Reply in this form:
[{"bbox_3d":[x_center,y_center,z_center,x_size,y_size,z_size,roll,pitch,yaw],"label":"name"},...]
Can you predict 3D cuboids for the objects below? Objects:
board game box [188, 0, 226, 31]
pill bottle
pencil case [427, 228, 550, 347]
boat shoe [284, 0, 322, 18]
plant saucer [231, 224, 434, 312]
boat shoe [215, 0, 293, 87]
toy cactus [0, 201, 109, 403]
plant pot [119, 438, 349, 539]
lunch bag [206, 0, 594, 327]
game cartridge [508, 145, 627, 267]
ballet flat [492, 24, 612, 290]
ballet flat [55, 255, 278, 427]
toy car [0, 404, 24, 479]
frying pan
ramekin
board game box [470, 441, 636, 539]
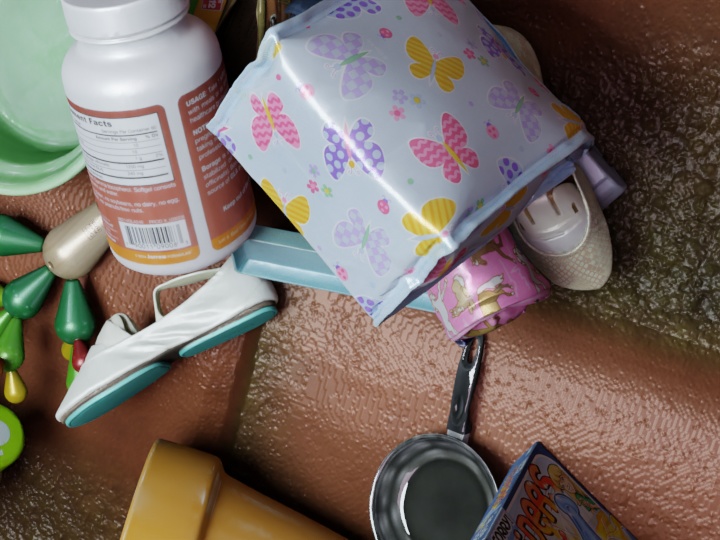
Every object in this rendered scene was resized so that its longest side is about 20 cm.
[{"bbox_3d":[-0.103,-0.258,1.052,0.030,0.096,0.201,15,112,-30],"label":"board game box"},{"bbox_3d":[-0.143,-0.108,1.011,0.111,0.113,0.202,2,125,18],"label":"pill bottle"},{"bbox_3d":[0.053,-0.052,1.003,0.201,0.082,0.086,62,149,5],"label":"pencil case"},{"bbox_3d":[-0.019,-0.170,1.035,0.084,0.068,0.202,33,101,39],"label":"boat shoe"},{"bbox_3d":[0.000,0.000,1.086,0.198,0.070,0.019,10,66,6],"label":"plant saucer"},{"bbox_3d":[-0.106,-0.133,1.094,0.071,0.068,0.202,23,110,10],"label":"boat shoe"},{"bbox_3d":[-0.266,0.006,1.179,0.165,0.102,0.201,-41,80,13],"label":"toy cactus"},{"bbox_3d":[-0.100,0.253,1.136,0.181,0.200,0.202,16,109,-2],"label":"plant pot"},{"bbox_3d":[0.036,-0.090,0.898,0.170,0.200,0.127,48,140,4],"label":"lunch bag"},{"bbox_3d":[0.081,-0.093,1.061,0.200,0.041,0.133,48,117,2],"label":"game cartridge"},{"bbox_3d":[0.115,-0.071,1.003,0.067,0.062,0.202,-22,97,22],"label":"ballet flat"},{"bbox_3d":[-0.160,0.050,1.148,0.199,0.069,0.070,-30,94,2],"label":"ballet flat"},{"bbox_3d":[-0.402,0.162,1.172,0.158,0.200,0.164,54,135,-1],"label":"toy car"},{"bbox_3d":[0.057,0.147,1.131,0.114,0.031,0.192,-9,80,30],"label":"frying pan"},{"bbox_3d":[-0.253,-0.166,1.118,0.198,0.098,0.202,5,105,17],"label":"ramekin"},{"bbox_3d":[0.143,0.212,1.028,0.135,0.200,0.034,44,112,2],"label":"board game box"}]
